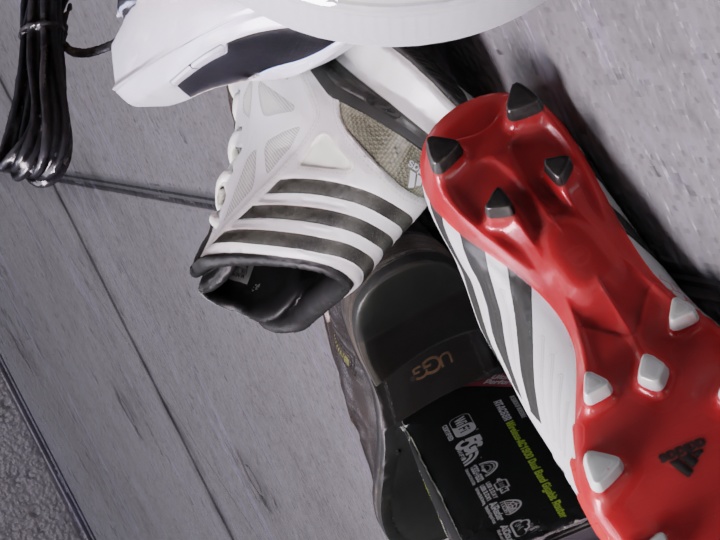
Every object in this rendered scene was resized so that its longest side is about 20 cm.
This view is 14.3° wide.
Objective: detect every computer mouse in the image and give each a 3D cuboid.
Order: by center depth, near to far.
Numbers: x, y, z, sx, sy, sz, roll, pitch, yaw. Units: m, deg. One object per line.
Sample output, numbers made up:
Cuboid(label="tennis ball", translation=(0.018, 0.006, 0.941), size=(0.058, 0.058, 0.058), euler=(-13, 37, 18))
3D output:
Cuboid(label="computer mouse", translation=(-0.068, -0.099, 1.031), size=(0.200, 0.044, 0.110), euler=(-15, 60, 44))

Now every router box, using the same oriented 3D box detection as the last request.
Cuboid(label="router box", translation=(0.088, 0.151, 1.065), size=(0.150, 0.062, 0.201), euler=(-116, 3, -70))

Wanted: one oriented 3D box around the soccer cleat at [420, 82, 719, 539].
Cuboid(label="soccer cleat", translation=(0.080, 0.030, 0.912), size=(0.200, 0.068, 0.085), euler=(59, 177, 27))

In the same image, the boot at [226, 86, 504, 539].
Cuboid(label="boot", translation=(0.000, 0.000, 1.192), size=(0.200, 0.069, 0.174), euler=(80, 164, -45))

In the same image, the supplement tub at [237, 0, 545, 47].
Cuboid(label="supplement tub", translation=(0.006, -0.154, 0.640), size=(0.132, 0.132, 0.200), euler=(56, 168, 23))

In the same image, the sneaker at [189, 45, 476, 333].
Cuboid(label="sneaker", translation=(-0.039, -0.050, 1.050), size=(0.076, 0.116, 0.200), euler=(37, -179, -31))
